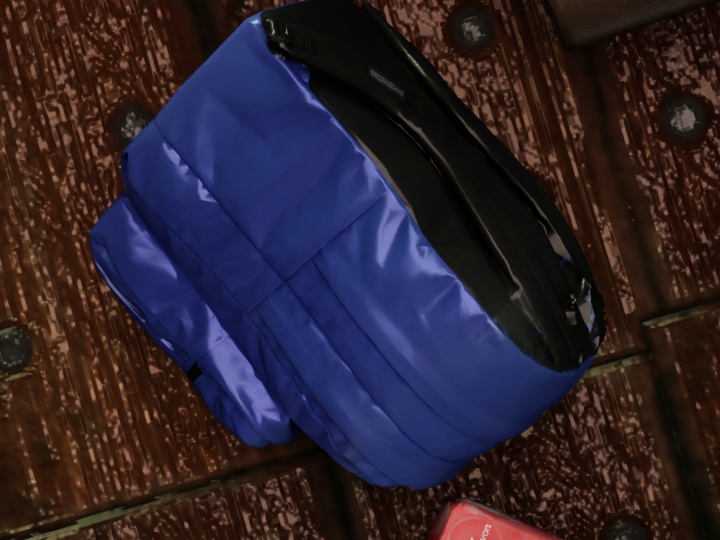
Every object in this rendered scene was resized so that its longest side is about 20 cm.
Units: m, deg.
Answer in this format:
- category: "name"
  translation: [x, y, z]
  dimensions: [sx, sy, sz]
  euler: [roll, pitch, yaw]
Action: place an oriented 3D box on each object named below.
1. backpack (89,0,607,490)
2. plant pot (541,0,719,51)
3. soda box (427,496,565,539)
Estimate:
- category: "backpack"
  translation: [0.000, 0.000, 1.081]
  dimensions: [0.200, 0.162, 0.168]
  euler: [47, 114, 4]
- category: "plant pot"
  translation: [0.151, -0.203, 1.093]
  dimensions: [0.198, 0.200, 0.201]
  euler: [-23, 85, 6]
- category: "soda box"
  translation: [0.033, 0.204, 1.103]
  dimensions: [0.070, 0.063, 0.201]
  euler: [23, 85, 2]
